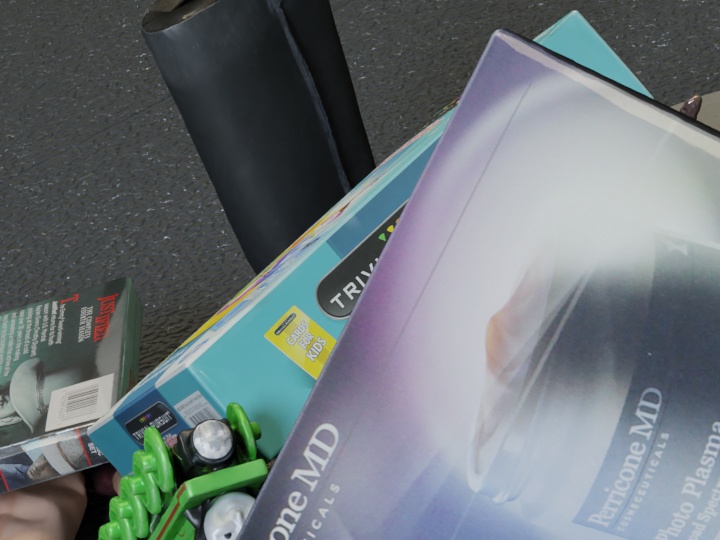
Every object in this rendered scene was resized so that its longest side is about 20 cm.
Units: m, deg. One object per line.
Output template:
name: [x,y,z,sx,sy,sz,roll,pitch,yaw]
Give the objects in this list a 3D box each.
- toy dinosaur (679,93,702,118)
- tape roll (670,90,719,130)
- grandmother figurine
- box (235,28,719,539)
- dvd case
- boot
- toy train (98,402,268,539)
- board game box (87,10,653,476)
toy dinosaur: [0.080,0.010,1.072,0.135,0.086,0.200,-9,-19,-8]
tape roll: [0.174,-0.012,1.223,0.200,0.066,0.200,-14,25,6]
grandmother figurine: [-0.140,0.088,1.221,0.121,0.061,0.200,15,26,4]
box: [0.091,0.069,0.834,0.198,0.200,0.123,28,3,26]
dvd case: [-0.187,0.065,1.207,0.200,0.022,0.146,-18,22,4]
boot: [-0.039,-0.016,1.198,0.066,0.200,0.165,-5,26,24]
toy train: [-0.062,0.098,1.031,0.042,0.057,0.200,-16,-15,-17]
board game box: [0.000,0.000,1.093,0.200,0.047,0.151,-43,4,-22]
